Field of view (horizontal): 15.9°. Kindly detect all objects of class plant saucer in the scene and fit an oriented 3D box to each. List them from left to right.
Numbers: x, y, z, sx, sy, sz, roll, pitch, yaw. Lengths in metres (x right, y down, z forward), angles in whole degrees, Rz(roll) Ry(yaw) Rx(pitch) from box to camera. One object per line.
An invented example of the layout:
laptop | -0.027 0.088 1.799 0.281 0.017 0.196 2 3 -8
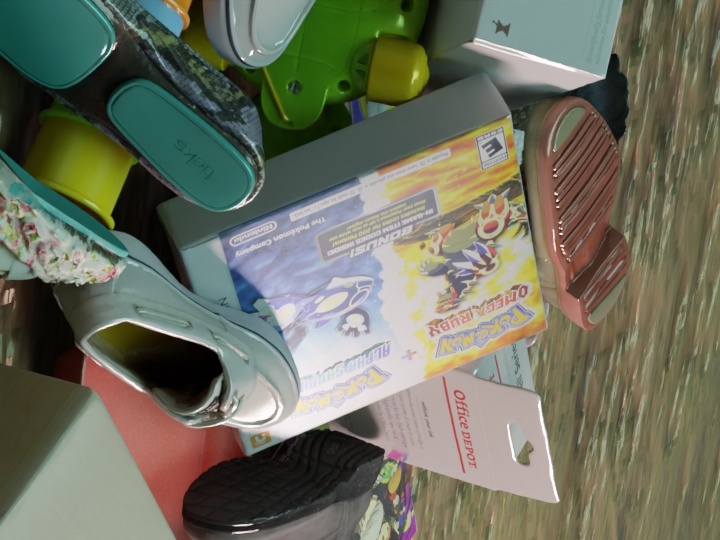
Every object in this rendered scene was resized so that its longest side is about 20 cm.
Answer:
plant saucer | -0.125 0.110 1.488 0.199 0.037 0.201 -24 126 -59

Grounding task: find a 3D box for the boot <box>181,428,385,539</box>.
boot | -0.049 0.180 1.568 0.200 0.070 0.132 -11 118 -59

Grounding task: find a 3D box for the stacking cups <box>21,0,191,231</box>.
stacking cups | -0.116 -0.118 1.348 0.201 0.060 0.061 -66 154 -18

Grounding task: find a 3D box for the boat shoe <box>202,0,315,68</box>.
boat shoe | -0.020 -0.194 1.347 0.072 0.066 0.201 10 106 -51

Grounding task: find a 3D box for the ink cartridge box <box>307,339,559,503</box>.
ink cartridge box | 0.041 0.064 1.612 0.067 0.199 0.117 -56 149 -34

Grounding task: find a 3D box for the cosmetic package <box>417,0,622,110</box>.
cosmetic package | 0.078 -0.156 1.473 0.200 0.084 0.108 175 -70 -73

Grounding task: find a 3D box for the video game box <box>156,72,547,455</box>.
video game box | 0.000 0.000 1.457 0.199 0.047 0.183 -23 140 -7

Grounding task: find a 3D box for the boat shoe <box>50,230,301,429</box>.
boat shoe | -0.091 0.051 1.369 0.200 0.071 0.070 44 23 -51

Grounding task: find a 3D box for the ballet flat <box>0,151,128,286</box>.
ballet flat | -0.191 -0.036 1.226 0.064 0.076 0.200 -48 136 1

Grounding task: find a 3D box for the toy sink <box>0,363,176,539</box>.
toy sink | -0.175 0.161 1.313 0.131 0.112 0.200 -56 141 -31

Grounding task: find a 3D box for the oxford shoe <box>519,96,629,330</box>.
oxford shoe | 0.108 -0.038 1.517 0.071 0.074 0.200 -48 151 -24

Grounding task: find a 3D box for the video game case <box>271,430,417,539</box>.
video game case | -0.030 0.182 1.725 0.200 0.036 0.182 -54 149 -37

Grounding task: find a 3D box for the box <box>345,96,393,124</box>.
box | 0.023 -0.174 1.622 0.200 0.048 0.118 -52 147 -42

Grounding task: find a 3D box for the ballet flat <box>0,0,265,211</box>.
ballet flat | -0.124 -0.109 1.280 0.200 0.072 0.072 42 61 -24

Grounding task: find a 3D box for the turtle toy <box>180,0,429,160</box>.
turtle toy | -0.027 -0.139 1.456 0.101 0.145 0.201 -54 157 -80

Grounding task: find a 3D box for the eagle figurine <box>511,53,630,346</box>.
eagle figurine | 0.080 -0.063 1.663 0.200 0.151 0.151 -59 167 -32
